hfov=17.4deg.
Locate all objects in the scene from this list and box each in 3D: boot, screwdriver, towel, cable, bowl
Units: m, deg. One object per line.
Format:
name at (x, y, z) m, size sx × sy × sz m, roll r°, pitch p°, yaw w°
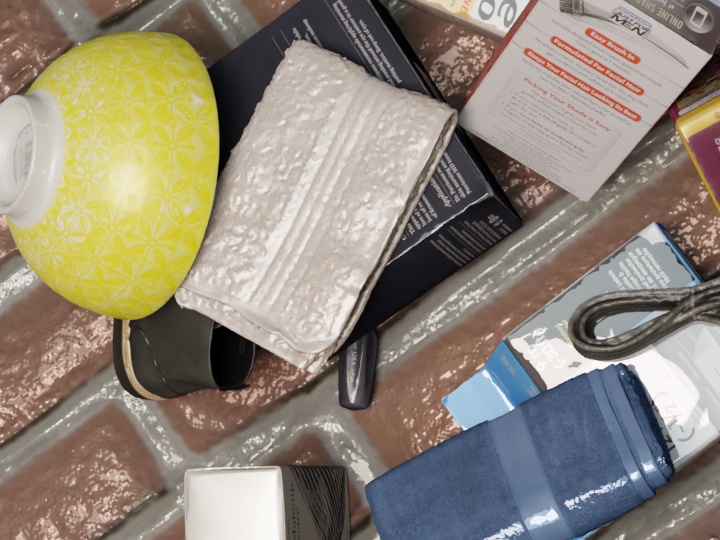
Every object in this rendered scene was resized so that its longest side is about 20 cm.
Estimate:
boot at (-0.120, -0.010, 1.648) m, size 0.077 × 0.138 × 0.202 m, roll -11°, pitch 95°, yaw -32°
screwdriver at (0.000, 0.000, 1.687) m, size 0.029 × 0.028 × 0.202 m, roll -7°, pitch 77°, yaw 40°
towel at (-0.035, -0.044, 1.566) m, size 0.132 × 0.034 × 0.201 m, roll 26°, pitch 88°, yaw 19°
cable at (0.236, 0.016, 1.551) m, size 0.198 × 0.050 × 0.098 m, roll 3°, pitch 67°, yaw 14°
towel at (0.106, 0.144, 1.554) m, size 0.199 × 0.049 × 0.112 m, roll -26°, pitch 42°, yaw 9°
bowl at (-0.191, -0.070, 1.586) m, size 0.200 × 0.107 × 0.202 m, roll -15°, pitch 72°, yaw 54°

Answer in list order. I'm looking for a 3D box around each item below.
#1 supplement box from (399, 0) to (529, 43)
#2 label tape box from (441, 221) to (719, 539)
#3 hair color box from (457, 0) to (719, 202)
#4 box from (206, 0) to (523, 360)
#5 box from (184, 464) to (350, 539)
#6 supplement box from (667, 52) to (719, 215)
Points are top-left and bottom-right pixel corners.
supplement box at (0.098, -0.229, 1.650) m, size 0.199 × 0.074 × 0.127 m, roll 23°, pitch 92°, yaw 12°
label tape box at (0.170, 0.084, 1.620) m, size 0.200 × 0.066 × 0.144 m, roll -38°, pitch 80°, yaw 6°
hair color box at (0.152, -0.138, 1.538) m, size 0.110 × 0.200 × 0.064 m, roll 31°, pitch 59°, yaw -3°
box at (-0.020, -0.070, 1.639) m, size 0.182 × 0.104 × 0.201 m, roll -34°, pitch 72°, yaw 7°
box at (-0.060, 0.172, 1.594) m, size 0.068 × 0.200 × 0.083 m, roll -4°, pitch 86°, yaw 11°
supplement box at (0.276, -0.095, 1.530) m, size 0.130 × 0.200 × 0.104 m, roll -28°, pitch 99°, yaw 10°
